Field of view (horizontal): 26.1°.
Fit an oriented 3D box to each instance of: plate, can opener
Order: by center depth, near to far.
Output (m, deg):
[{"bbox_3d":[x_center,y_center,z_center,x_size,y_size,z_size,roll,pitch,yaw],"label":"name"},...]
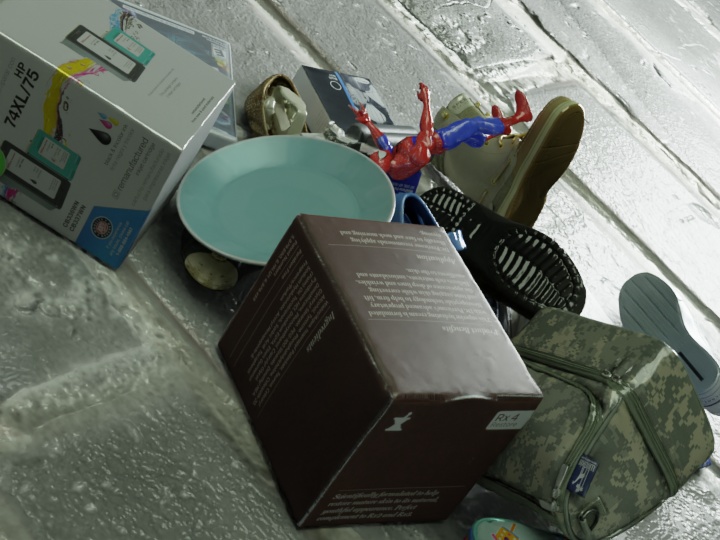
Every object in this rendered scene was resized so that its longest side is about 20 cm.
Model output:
[{"bbox_3d":[-0.067,-0.058,1.404,0.198,0.026,0.201,1,38,-1],"label":"plate"},{"bbox_3d":[0.006,-0.120,1.580,0.052,0.067,0.199,28,22,29],"label":"can opener"}]

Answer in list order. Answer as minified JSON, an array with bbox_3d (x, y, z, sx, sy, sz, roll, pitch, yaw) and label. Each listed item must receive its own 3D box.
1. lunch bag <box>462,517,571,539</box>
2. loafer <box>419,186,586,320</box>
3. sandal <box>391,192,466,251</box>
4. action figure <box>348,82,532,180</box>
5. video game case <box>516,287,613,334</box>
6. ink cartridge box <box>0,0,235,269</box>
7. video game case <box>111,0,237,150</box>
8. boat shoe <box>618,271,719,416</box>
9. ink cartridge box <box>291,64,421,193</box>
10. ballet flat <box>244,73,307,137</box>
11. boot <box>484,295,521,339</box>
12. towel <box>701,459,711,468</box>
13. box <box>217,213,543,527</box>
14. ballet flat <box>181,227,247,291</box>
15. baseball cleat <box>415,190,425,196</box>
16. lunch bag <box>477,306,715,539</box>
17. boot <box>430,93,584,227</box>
[{"bbox_3d":[0.156,0.293,1.239,0.199,0.077,0.161,20,37,-22],"label":"lunch bag"},{"bbox_3d":[0.135,-0.008,1.480,0.073,0.072,0.200,-42,60,-16],"label":"loafer"},{"bbox_3d":[0.037,-0.041,1.439,0.079,0.088,0.200,-21,53,-35],"label":"sandal"},{"bbox_3d":[0.072,-0.153,1.540,0.199,0.065,0.100,-28,87,-37],"label":"action figure"},{"bbox_3d":[0.220,0.088,1.541,0.183,0.024,0.200,52,29,-18],"label":"video game case"},{"bbox_3d":[-0.244,-0.137,1.359,0.199,0.147,0.146,32,34,-3],"label":"ink cartridge box"},{"bbox_3d":[-0.221,-0.212,1.586,0.199,0.023,0.183,20,36,-23],"label":"video game case"},{"bbox_3d":[0.341,0.086,1.687,0.067,0.073,0.201,49,14,-41],"label":"boat shoe"},{"bbox_3d":[0.000,-0.140,1.679,0.099,0.039,0.201,7,43,-38],"label":"ink cartridge box"},{"bbox_3d":[-0.073,-0.128,1.573,0.070,0.065,0.201,10,41,-35],"label":"ballet flat"},{"bbox_3d":[0.104,0.050,1.502,0.090,0.073,0.201,20,34,-18],"label":"boot"},{"bbox_3d":[0.282,0.133,1.540,0.199,0.024,0.146,7,53,-58],"label":"towel"},{"bbox_3d":[0.011,0.082,1.292,0.165,0.165,0.201,5,44,-38],"label":"box"},{"bbox_3d":[-0.122,-0.049,1.438,0.066,0.057,0.201,27,34,-10],"label":"ballet flat"},{"bbox_3d":[0.040,-0.046,1.585,0.199,0.070,0.107,16,23,-30],"label":"baseball cleat"},{"bbox_3d":[0.178,0.139,1.327,0.199,0.168,0.140,19,-35,55],"label":"lunch bag"},{"bbox_3d":[0.151,-0.142,1.673,0.072,0.201,0.155,-15,55,-35],"label":"boot"}]
